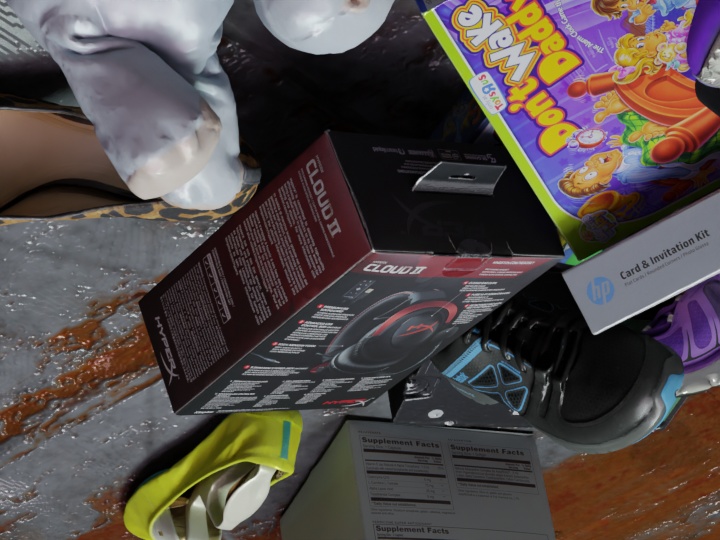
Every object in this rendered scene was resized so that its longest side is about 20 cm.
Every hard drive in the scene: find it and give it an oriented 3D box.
[{"bbox_3d":[0.130,0.054,1.294,0.200,0.038,0.140,3,144,-15],"label":"hard drive"}]

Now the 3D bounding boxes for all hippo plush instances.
[{"bbox_3d":[-0.074,-0.144,0.914,0.161,0.159,0.200,-35,98,6],"label":"hippo plush"}]

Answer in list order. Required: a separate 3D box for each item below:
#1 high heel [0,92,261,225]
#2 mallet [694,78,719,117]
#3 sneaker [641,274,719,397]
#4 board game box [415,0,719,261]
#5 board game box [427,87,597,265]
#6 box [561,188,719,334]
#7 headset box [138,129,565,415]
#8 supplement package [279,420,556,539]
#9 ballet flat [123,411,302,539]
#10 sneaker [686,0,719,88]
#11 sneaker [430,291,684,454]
[{"bbox_3d":[-0.155,-0.055,0.994,0.200,0.072,0.142,0,-177,-31],"label":"high heel"},{"bbox_3d":[0.241,-0.145,0.967,0.200,0.066,0.041,-54,143,-11],"label":"mallet"},{"bbox_3d":[0.217,0.026,1.223,0.200,0.084,0.081,-22,180,-16],"label":"sneaker"},{"bbox_3d":[0.125,-0.108,0.992,0.134,0.045,0.200,-29,133,10],"label":"board game box"},{"bbox_3d":[0.121,-0.081,1.102,0.135,0.035,0.200,10,141,-25],"label":"board game box"},{"bbox_3d":[0.202,-0.024,1.093,0.156,0.041,0.200,-28,175,15],"label":"box"},{"bbox_3d":[0.000,0.000,1.062,0.148,0.075,0.200,1,150,-43],"label":"headset box"},{"bbox_3d":[0.046,0.232,1.385,0.150,0.200,0.152,6,143,-21],"label":"supplement package"},{"bbox_3d":[-0.105,0.157,1.362,0.067,0.067,0.200,16,138,-32],"label":"ballet flat"},{"bbox_3d":[0.195,-0.183,0.903,0.069,0.100,0.200,3,123,-40],"label":"sneaker"},{"bbox_3d":[0.095,0.050,1.121,0.082,0.073,0.200,38,163,-35],"label":"sneaker"}]
